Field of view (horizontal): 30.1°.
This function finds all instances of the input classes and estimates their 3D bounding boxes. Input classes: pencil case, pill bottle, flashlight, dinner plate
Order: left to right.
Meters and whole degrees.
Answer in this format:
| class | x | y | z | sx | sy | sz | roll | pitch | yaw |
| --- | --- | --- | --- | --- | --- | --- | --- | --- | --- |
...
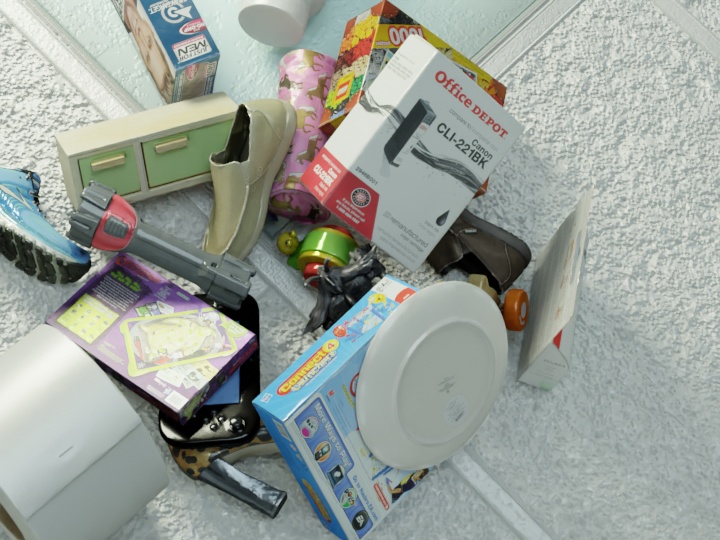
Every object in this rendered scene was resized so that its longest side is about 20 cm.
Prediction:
| class | x | y | z | sx | sy | sz | roll | pitch | yaw |
| --- | --- | --- | --- | --- | --- | --- | --- | --- | --- |
| flashlight | -0.208 | -0.023 | 1.407 | 0.198 | 0.068 | 0.068 | 26 | 48 | -7 |
| pill bottle | -0.082 | -0.373 | 1.602 | 0.109 | 0.111 | 0.202 | 17 | 65 | -5 |
| pencil case | -0.064 | -0.153 | 1.528 | 0.082 | 0.086 | 0.203 | 18 | 63 | -28 |
| dinner plate | 0.080 | 0.110 | 1.349 | 0.199 | 0.202 | 0.024 | -33 | 36 | -23 |

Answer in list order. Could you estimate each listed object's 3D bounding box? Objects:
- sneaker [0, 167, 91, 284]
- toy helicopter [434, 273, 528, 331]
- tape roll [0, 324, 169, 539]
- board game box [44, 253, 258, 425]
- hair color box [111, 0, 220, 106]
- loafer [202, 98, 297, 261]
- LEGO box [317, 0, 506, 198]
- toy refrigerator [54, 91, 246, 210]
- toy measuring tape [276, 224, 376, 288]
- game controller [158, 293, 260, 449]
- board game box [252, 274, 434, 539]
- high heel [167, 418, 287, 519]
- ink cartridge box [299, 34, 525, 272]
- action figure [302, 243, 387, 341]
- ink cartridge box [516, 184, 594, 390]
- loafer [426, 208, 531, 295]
| class | x | y | z | sx | sy | sz | roll | pitch | yaw |
| --- | --- | --- | --- | --- | --- | --- | --- | --- | --- |
| sneaker | -0.362 | -0.068 | 1.430 | 0.199 | 0.079 | 0.090 | 38 | 61 | 4 |
| toy helicopter | 0.113 | 0.065 | 1.432 | 0.078 | 0.200 | 0.134 | 5 | 76 | 25 |
| tape roll | -0.298 | 0.173 | 1.275 | 0.139 | 0.203 | 0.203 | -39 | 80 | -23 |
| board game box | -0.218 | 0.066 | 1.390 | 0.199 | 0.032 | 0.120 | 30 | 63 | 27 |
| hair color box | -0.234 | -0.295 | 1.541 | 0.060 | 0.100 | 0.202 | -23 | 74 | -20 |
| loafer | -0.135 | -0.097 | 1.459 | 0.068 | 0.075 | 0.203 | 17 | 94 | -35 |
| LEGO box | 0.063 | -0.188 | 1.534 | 0.199 | 0.077 | 0.151 | 29 | 61 | -30 |
| toy refrigerator | -0.227 | -0.129 | 1.473 | 0.198 | 0.077 | 0.070 | -17 | 32 | -19 |
| toy measuring tape | 0.000 | 0.000 | 1.489 | 0.198 | 0.074 | 0.074 | 23 | 64 | -2 |
| game controller | -0.156 | 0.101 | 1.392 | 0.103 | 0.042 | 0.202 | 2 | 46 | -7 |
| board game box | 0.011 | 0.144 | 1.362 | 0.196 | 0.201 | 0.056 | -42 | 40 | -22 |
| high heel | -0.106 | 0.145 | 1.409 | 0.141 | 0.072 | 0.201 | 26 | 61 | 9 |
| ink cartridge box | 0.056 | -0.125 | 1.424 | 0.144 | 0.084 | 0.201 | 35 | 95 | -29 |
| action figure | -0.002 | 0.039 | 1.419 | 0.119 | 0.102 | 0.200 | -51 | 129 | -3 |
| ink cartridge box | 0.228 | 0.022 | 1.460 | 0.049 | 0.200 | 0.163 | 16 | 65 | -6 |
| loafer | 0.099 | -0.035 | 1.524 | 0.198 | 0.073 | 0.072 | 25 | 65 | -1 |
